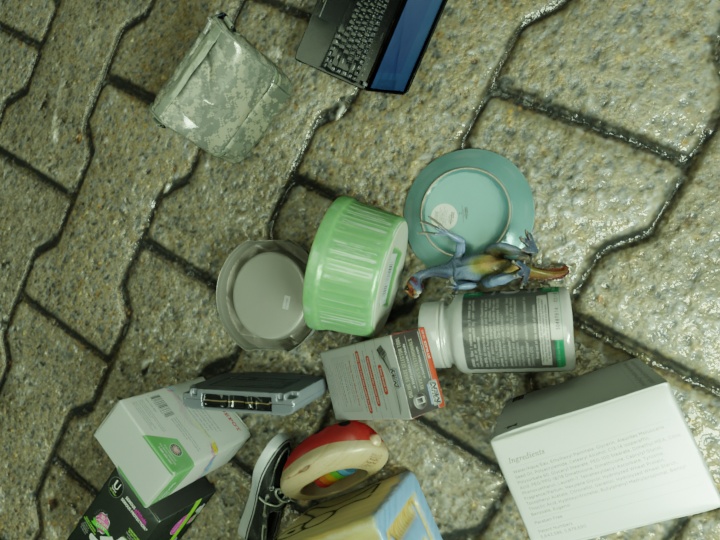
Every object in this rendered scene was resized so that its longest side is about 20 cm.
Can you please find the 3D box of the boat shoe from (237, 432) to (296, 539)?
[{"bbox_3d":[-0.143,0.368,0.856,0.068,0.074,0.200,23,97,24],"label":"boat shoe"}]

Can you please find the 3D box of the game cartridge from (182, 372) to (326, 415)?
[{"bbox_3d":[-0.164,0.194,0.839,0.199,0.133,0.041,-2,95,21],"label":"game cartridge"}]

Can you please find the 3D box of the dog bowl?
[{"bbox_3d":[-0.143,0.041,0.876,0.199,0.059,0.201,0,89,21],"label":"dog bowl"}]

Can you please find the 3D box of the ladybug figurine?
[{"bbox_3d":[-0.042,0.289,0.799,0.200,0.136,0.072,-37,46,26],"label":"ladybug figurine"}]

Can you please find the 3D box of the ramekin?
[{"bbox_3d":[0.000,0.000,0.754,0.097,0.200,0.201,15,93,13],"label":"ramekin"}]

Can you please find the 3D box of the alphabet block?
[{"bbox_3d":[0.004,0.434,0.738,0.199,0.195,0.197,-28,77,18],"label":"alphabet block"}]

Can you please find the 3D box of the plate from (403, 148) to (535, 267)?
[{"bbox_3d":[0.158,-0.086,0.784,0.199,0.026,0.201,0,89,20],"label":"plate"}]

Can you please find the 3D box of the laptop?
[{"bbox_3d":[0.014,-0.383,0.802,0.199,0.103,0.178,24,96,-1],"label":"laptop"}]

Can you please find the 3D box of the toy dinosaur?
[{"bbox_3d":[0.159,0.012,0.739,0.181,0.200,0.105,-22,46,50],"label":"toy dinosaur"}]

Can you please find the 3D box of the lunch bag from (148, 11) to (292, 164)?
[{"bbox_3d":[-0.234,-0.299,0.863,0.139,0.168,0.200,46,103,16],"label":"lunch bag"}]

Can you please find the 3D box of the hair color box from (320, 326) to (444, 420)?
[{"bbox_3d":[0.024,0.154,0.754,0.200,0.064,0.111,-25,77,56],"label":"hair color box"}]

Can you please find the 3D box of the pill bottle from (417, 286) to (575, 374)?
[{"bbox_3d":[0.187,0.085,0.721,0.199,0.113,0.114,-5,86,20],"label":"pill bottle"}]

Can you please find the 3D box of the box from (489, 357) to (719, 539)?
[{"bbox_3d":[0.282,0.211,0.634,0.199,0.199,0.131,-25,80,18],"label":"box"}]

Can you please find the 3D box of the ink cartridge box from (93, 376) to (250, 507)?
[{"bbox_3d":[-0.298,0.269,0.853,0.145,0.200,0.088,44,106,15],"label":"ink cartridge box"}]

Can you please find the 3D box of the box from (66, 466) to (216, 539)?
[{"bbox_3d":[-0.382,0.431,0.905,0.124,0.148,0.200,41,103,19],"label":"box"}]
